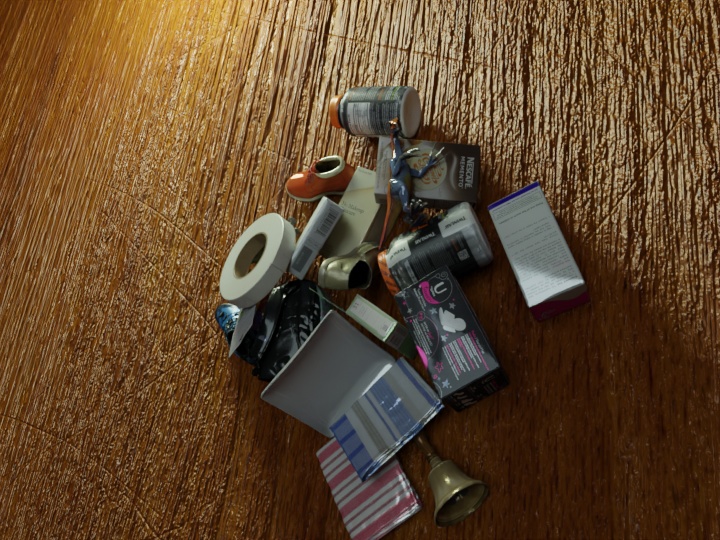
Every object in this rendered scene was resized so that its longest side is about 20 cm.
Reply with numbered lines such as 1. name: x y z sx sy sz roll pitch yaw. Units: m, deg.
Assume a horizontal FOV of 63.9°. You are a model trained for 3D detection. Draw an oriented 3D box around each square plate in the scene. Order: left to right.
1. square plate: -0.057 0.192 1.062 0.201 0.197 0.028 -49 36 2

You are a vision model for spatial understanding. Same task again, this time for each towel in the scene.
1. towel: 0.011 0.376 1.048 0.145 0.030 0.202 -38 56 10
2. towel: 0.043 0.262 1.040 0.199 0.024 0.147 -43 40 -2

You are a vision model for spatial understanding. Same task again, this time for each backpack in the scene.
1. backpack: -0.124 0.123 1.157 0.162 0.127 0.205 -2 68 14

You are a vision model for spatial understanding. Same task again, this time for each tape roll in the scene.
1. tape roll: -0.210 -0.021 1.169 0.201 0.037 0.206 -32 39 30

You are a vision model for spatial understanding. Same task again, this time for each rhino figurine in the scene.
1. rhino figurine: -0.210 -0.058 1.290 0.197 0.060 0.089 -9 46 49

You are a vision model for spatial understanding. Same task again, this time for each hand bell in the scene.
1. hand bell: 0.122 0.318 0.992 0.104 0.104 0.201 -42 45 6

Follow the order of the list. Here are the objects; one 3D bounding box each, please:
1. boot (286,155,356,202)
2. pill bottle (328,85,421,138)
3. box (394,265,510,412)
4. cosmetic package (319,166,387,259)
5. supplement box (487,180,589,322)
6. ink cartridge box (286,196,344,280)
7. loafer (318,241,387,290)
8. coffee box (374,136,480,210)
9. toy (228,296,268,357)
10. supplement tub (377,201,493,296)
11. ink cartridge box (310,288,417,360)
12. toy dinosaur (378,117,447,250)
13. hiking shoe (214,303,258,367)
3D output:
1. boot: -0.097 -0.210 1.284 0.195 0.107 0.077 -4 70 28
2. pill bottle: 0.027 -0.349 1.270 0.196 0.106 0.109 10 75 30
3. box: 0.161 0.120 1.004 0.113 0.132 0.203 -29 60 10
4. cosmetic package: 0.001 -0.103 1.210 0.102 0.073 0.204 22 83 32
5. supplement box: 0.309 -0.031 1.002 0.102 0.101 0.204 -25 61 16
6. ink cartridge box: -0.098 -0.073 1.207 0.047 0.200 0.162 30 95 -8
7. loafer: 0.000 0.000 1.111 0.067 0.198 0.078 23 119 30
8. coffee box: 0.129 -0.186 1.120 0.194 0.080 0.118 5 82 5
9. toy: -0.217 0.076 1.195 0.116 0.046 0.203 -51 27 36
10. supplement tub: 0.138 -0.031 1.079 0.197 0.122 0.125 -26 61 15
11. ink cartridge box: 0.013 0.084 1.087 0.198 0.145 0.048 35 88 33
12. toy dinosaur: 0.065 -0.174 1.043 0.198 0.105 0.184 -33 64 11
13. hiking shoe: -0.263 0.128 1.250 0.199 0.087 0.075 38 90 33
